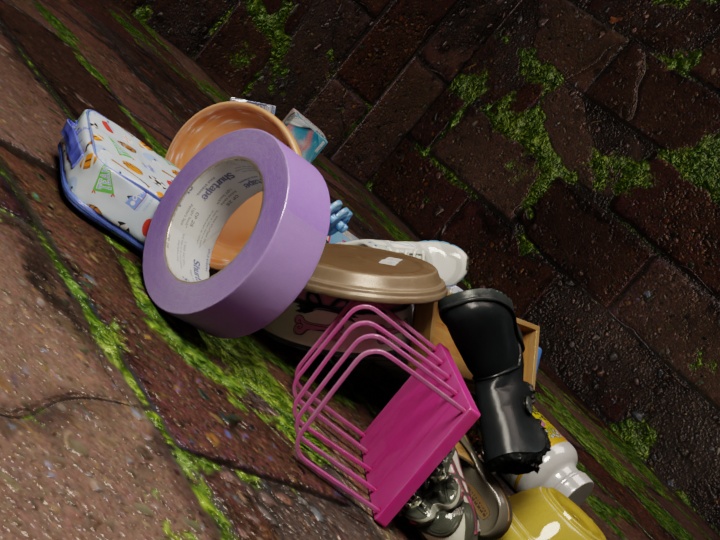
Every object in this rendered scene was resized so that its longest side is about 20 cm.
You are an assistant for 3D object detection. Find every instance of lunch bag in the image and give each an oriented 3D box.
[{"bbox_3d":[-0.266,-0.099,1.217,0.160,0.076,0.200,34,11,-30],"label":"lunch bag"}]

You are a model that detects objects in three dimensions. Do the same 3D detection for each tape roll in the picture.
[{"bbox_3d":[-0.125,-0.037,1.077,0.066,0.200,0.200,34,10,-43],"label":"tape roll"}]

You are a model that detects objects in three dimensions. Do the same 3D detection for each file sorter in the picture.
[{"bbox_3d":[0.012,0.124,1.076,0.125,0.139,0.200,38,8,-12],"label":"file sorter"}]

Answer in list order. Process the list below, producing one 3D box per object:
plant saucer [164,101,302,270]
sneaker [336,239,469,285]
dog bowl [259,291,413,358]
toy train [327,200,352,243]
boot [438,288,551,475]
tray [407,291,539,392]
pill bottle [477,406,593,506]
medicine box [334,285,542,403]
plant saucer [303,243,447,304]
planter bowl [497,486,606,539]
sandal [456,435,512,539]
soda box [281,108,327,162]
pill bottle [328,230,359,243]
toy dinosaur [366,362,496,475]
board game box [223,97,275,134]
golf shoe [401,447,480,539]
[{"bbox_3d":[-0.149,-0.099,1.299,0.200,0.201,0.037,43,18,19],"label":"plant saucer"},{"bbox_3d":[0.041,-0.007,1.402,0.198,0.076,0.087,-1,-8,6],"label":"sneaker"},{"bbox_3d":[-0.028,0.034,1.288,0.199,0.074,0.200,9,16,-3],"label":"dog bowl"},{"bbox_3d":[-0.077,-0.062,1.389,0.087,0.114,0.200,47,2,7],"label":"toy train"},{"bbox_3d":[0.149,0.126,1.182,0.200,0.076,0.169,48,30,-58],"label":"boot"},{"bbox_3d":[0.139,0.094,1.309,0.037,0.099,0.199,-8,-21,45],"label":"tray"},{"bbox_3d":[0.240,0.260,1.565,0.200,0.104,0.104,46,9,32],"label":"pill bottle"},{"bbox_3d":[0.103,0.110,1.426,0.181,0.104,0.200,-5,-30,46],"label":"medicine box"},{"bbox_3d":[0.000,0.000,1.205,0.199,0.030,0.200,8,10,-1],"label":"plant saucer"},{"bbox_3d":[0.227,0.314,1.272,0.200,0.084,0.200,40,8,-7],"label":"planter bowl"},{"bbox_3d":[0.090,0.221,1.222,0.054,0.082,0.200,1,44,-48],"label":"sandal"},{"bbox_3d":[-0.136,-0.138,1.589,0.063,0.200,0.068,38,9,-17],"label":"soda box"},{"bbox_3d":[-0.066,-0.028,1.664,0.200,0.109,0.109,34,10,-41],"label":"pill bottle"},{"bbox_3d":[0.088,0.192,1.358,0.199,0.103,0.136,19,-7,0],"label":"toy dinosaur"},{"bbox_3d":[-0.171,-0.102,1.414,0.061,0.201,0.200,9,-7,-17],"label":"board game box"},{"bbox_3d":[0.079,0.235,1.105,0.088,0.077,0.200,60,7,-8],"label":"golf shoe"}]
